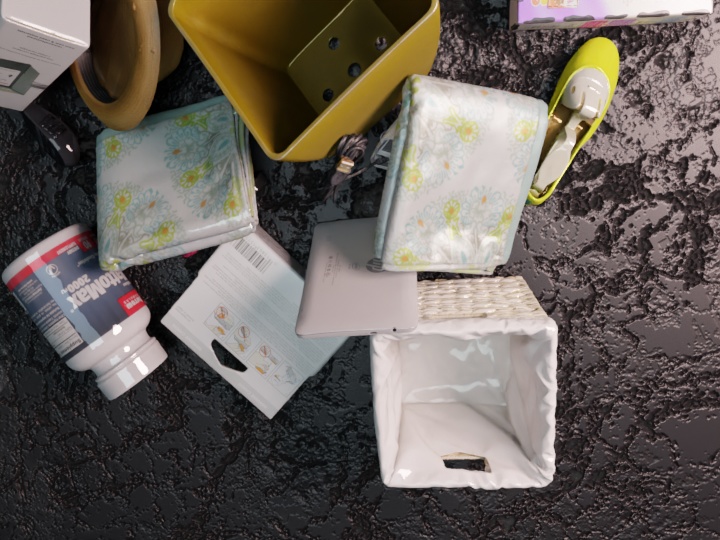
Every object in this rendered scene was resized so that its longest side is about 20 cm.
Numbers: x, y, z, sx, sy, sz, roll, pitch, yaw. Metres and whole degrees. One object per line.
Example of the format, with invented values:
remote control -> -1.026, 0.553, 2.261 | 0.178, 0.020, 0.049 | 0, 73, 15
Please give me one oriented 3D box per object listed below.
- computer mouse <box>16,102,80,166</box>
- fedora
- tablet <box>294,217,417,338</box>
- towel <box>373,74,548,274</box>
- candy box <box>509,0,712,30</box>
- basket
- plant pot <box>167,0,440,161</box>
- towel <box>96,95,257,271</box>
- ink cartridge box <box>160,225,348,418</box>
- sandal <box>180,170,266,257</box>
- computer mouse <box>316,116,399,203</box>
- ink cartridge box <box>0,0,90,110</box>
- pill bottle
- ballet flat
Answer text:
computer mouse -> -0.418, -0.210, 0.772 | 0.200, 0.059, 0.034 | 48, 64, -2
fedora -> -0.258, -0.261, 0.696 | 0.198, 0.081, 0.205 | 14, 113, 36
tablet -> 0.000, 0.000, 0.700 | 0.127, 0.202, 0.014 | -4, 129, 7
towel -> 0.107, -0.093, 0.664 | 0.168, 0.048, 0.204 | 0, 111, -29
candy box -> 0.260, -0.347, 0.646 | 0.195, 0.072, 0.172 | 0, 104, 7
basket -> 0.116, 0.125, 0.724 | 0.194, 0.161, 0.204 | -2, 108, 6
plant pot -> -0.033, -0.235, 0.634 | 0.199, 0.176, 0.201 | -40, 77, 14
towel -> -0.216, -0.104, 0.719 | 0.196, 0.048, 0.174 | -14, 67, 10
ink cartridge box -> -0.130, 0.064, 0.803 | 0.200, 0.044, 0.174 | 42, 105, -5
sandal -> -0.195, -0.054, 0.769 | 0.197, 0.075, 0.045 | -28, 115, 9
computer mouse -> 0.040, -0.148, 0.692 | 0.198, 0.110, 0.044 | -30, 79, -22
ink cartridge box -> -0.367, -0.278, 0.657 | 0.198, 0.083, 0.149 | -11, 79, 43
pill bottle -> -0.339, 0.055, 0.784 | 0.118, 0.120, 0.202 | -32, 99, 13
ballet flat -> 0.235, -0.162, 0.696 | 0.066, 0.067, 0.202 | 27, 105, -4
